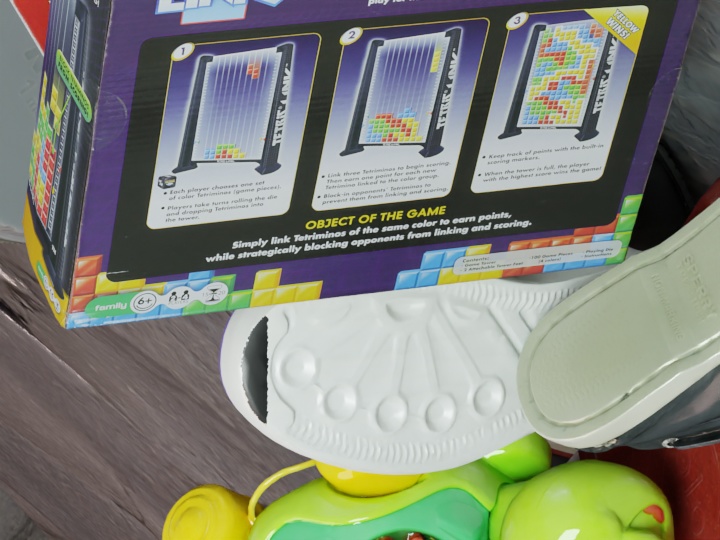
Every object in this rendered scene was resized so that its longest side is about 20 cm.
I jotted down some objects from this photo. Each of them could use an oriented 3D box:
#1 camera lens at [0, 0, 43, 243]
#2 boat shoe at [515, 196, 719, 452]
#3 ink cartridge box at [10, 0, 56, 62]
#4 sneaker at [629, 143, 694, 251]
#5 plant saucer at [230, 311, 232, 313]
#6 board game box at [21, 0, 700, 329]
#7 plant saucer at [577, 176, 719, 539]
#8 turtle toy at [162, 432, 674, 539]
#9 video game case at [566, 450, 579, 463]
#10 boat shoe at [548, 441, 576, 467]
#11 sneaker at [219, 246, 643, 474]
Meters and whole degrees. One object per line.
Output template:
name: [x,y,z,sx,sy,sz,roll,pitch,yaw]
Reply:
camera lens: [-0.193,-0.100,1.558,0.160,0.160,0.200,48,165,-26]
boat shoe: [0.149,0.010,0.996,0.066,0.199,0.075,29,-145,-48]
ink cartridge box: [-0.029,-0.114,0.984,0.084,0.175,0.200,58,177,41]
sneaker: [0.061,-0.047,1.183,0.074,0.089,0.200,23,158,52]
plant saucer: [0.015,0.015,1.457,0.199,0.036,0.200,20,-168,-5]
board game box: [0.002,-0.068,0.935,0.057,0.199,0.166,-117,30,-43]
plant saucer: [0.132,0.079,1.103,0.200,0.037,0.200,115,149,-54]
turtle toy: [0.029,0.120,1.124,0.146,0.200,0.101,34,-145,-41]
video game case: [0.169,0.136,1.246,0.200,0.182,0.024,40,154,6]
boat shoe: [0.109,0.112,1.465,0.199,0.063,0.071,21,-173,-22]
sneaker: [0.006,0.015,1.082,0.146,0.199,0.081,18,110,53]
